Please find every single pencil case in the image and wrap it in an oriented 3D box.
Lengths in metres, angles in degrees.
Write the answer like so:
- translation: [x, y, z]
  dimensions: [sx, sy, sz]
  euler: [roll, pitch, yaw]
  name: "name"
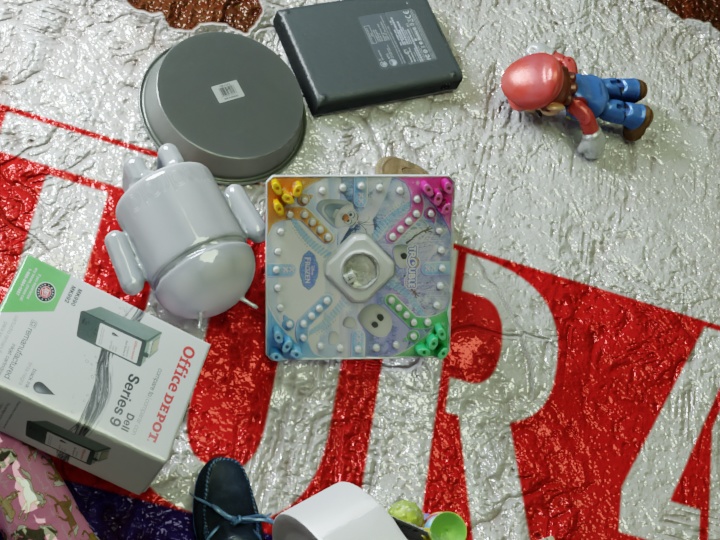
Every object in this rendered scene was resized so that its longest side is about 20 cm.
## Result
- translation: [-0.313, 0.211, 1.486]
  dimensions: [0.086, 0.083, 0.200]
  euler: [-26, 73, -18]
  name: "pencil case"

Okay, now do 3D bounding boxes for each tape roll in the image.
- translation: [-0.003, 0.302, 1.473]
  dimensions: [0.071, 0.203, 0.203]
  euler: [-25, 73, -23]
  name: "tape roll"

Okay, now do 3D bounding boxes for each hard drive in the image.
- translation: [0.009, -0.267, 1.893]
  dimensions: [0.199, 0.033, 0.140]
  euler: [-13, 68, -26]
  name: "hard drive"

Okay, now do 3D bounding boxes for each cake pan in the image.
- translation: [-0.153, -0.192, 1.792]
  dimensions: [0.199, 0.037, 0.201]
  euler: [9, 60, -15]
  name: "cake pan"

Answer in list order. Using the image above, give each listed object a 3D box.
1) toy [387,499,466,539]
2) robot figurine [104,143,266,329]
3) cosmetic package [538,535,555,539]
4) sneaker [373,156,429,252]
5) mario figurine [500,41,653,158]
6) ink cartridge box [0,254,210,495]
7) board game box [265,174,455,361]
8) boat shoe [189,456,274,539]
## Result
- translation: [0.063, 0.253, 1.525]
  dimensions: [0.115, 0.200, 0.047]
  euler: [23, 76, -7]
  name: "toy"
- translation: [-0.184, -0.033, 1.647]
  dimensions: [0.169, 0.113, 0.200]
  euler: [-25, 73, -16]
  name: "robot figurine"
- translation: [0.185, 0.380, 1.560]
  dimensions: [0.073, 0.104, 0.201]
  euler: [-14, 69, -26]
  name: "cosmetic package"
- translation: [0.031, -0.047, 1.769]
  dimensions: [0.070, 0.109, 0.200]
  euler: [18, 28, -7]
  name: "sneaker"
- translation: [0.257, -0.212, 1.944]
  dimensions: [0.199, 0.106, 0.124]
  euler: [10, 23, -26]
  name: "mario figurine"
- translation: [-0.260, 0.099, 1.480]
  dimensions: [0.199, 0.084, 0.146]
  euler: [26, 51, -11]
  name: "ink cartridge box"
- translation: [0.000, 0.000, 1.650]
  dimensions: [0.199, 0.026, 0.201]
  euler: [0, 104, -6]
  name: "board game box"
- translation: [-0.116, 0.273, 1.530]
  dimensions: [0.084, 0.069, 0.201]
  euler: [-4, 64, -22]
  name: "boat shoe"
